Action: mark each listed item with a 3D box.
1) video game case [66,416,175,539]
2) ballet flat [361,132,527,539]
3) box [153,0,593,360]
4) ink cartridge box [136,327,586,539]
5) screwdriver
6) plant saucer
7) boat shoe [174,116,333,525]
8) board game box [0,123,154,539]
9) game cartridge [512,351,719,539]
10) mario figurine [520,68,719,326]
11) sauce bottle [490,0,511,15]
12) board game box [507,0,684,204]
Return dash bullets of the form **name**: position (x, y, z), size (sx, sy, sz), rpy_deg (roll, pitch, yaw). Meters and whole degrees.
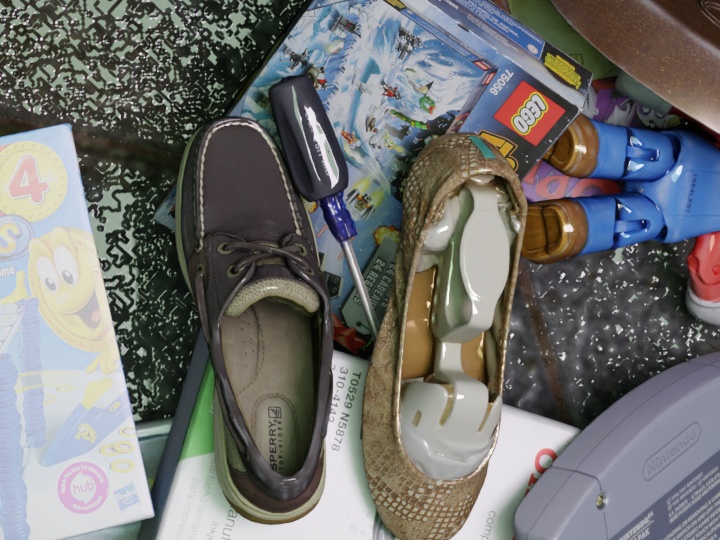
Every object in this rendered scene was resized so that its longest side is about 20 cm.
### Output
- **video game case**: position (-0.071, 0.164, 1.347), size (0.198, 0.023, 0.183), rpy_deg (-10, 91, -11)
- **ballet flat**: position (0.042, 0.036, 1.230), size (0.070, 0.065, 0.202), rpy_deg (1, 95, -18)
- **box**: position (0.004, -0.061, 1.295), size (0.137, 0.040, 0.200), rpy_deg (35, 125, -8)
- **ink cartridge box**: position (-0.002, 0.120, 1.307), size (0.199, 0.084, 0.147), rpy_deg (17, 85, -10)
- **screwdriver**: position (0.000, 0.000, 1.262), size (0.029, 0.028, 0.201), rpy_deg (-32, 103, -46)
- **plant saucer**: position (0.185, -0.109, 1.307), size (0.199, 0.200, 0.035), rpy_deg (27, 109, -9)
- **boat shoe**: position (-0.043, 0.016, 1.230), size (0.073, 0.065, 0.201), rpy_deg (-6, 74, -17)
- **board game box**: position (-0.217, 0.045, 1.260), size (0.199, 0.056, 0.197), rpy_deg (-13, 93, -11)
- **game cartridge**: position (0.151, 0.126, 1.319), size (0.200, 0.041, 0.134), rpy_deg (-32, 118, -40)
- **mario figurine**: position (0.166, -0.043, 1.357), size (0.199, 0.124, 0.106), rpy_deg (2, 47, -31)
- **sauce bottle**: position (0.040, -0.148, 1.323), size (0.066, 0.066, 0.201), rpy_deg (-22, 93, -10)
- **board game box**: position (0.077, -0.112, 1.377), size (0.199, 0.032, 0.121), rpy_deg (31, 88, -9)
